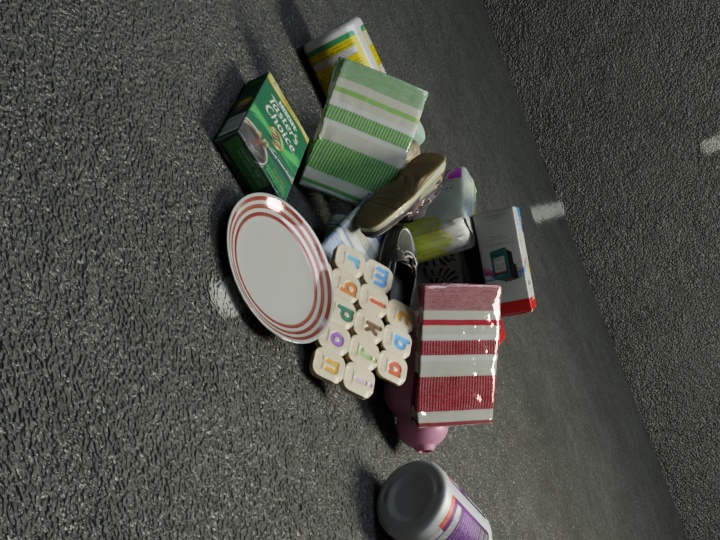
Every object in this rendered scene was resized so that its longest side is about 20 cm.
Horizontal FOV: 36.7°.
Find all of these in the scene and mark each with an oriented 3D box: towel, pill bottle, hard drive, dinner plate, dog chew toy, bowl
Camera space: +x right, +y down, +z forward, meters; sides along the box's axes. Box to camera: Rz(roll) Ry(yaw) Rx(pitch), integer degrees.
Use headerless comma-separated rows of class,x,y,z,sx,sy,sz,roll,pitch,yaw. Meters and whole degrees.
towel,0.003,-0.199,1.624,0.023,0.150,0.204,-175,-76,-76
pill bottle,-0.008,-0.315,1.846,0.203,0.111,0.113,63,21,-12
hard drive,0.181,0.014,1.821,0.201,0.032,0.142,85,-5,-66
towel,-0.005,0.000,1.569,0.200,0.024,0.148,-49,119,-41
dinner plate,-0.105,-0.001,1.379,0.199,0.024,0.203,33,46,-42
pill bottle,0.114,0.356,1.490,0.200,0.110,0.113,50,27,-39
dog chew toy,0.085,0.167,1.605,0.124,0.123,0.204,30,49,-58
bowl,0.111,-0.029,1.849,0.201,0.092,0.205,169,-90,-87
towel,0.138,0.120,1.552,0.142,0.023,0.204,2,94,-30

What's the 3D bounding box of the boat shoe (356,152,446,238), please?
boat shoe,0.068,-0.101,1.603,0.200,0.071,0.066,-47,132,-38

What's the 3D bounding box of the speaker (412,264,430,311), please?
speaker,0.099,0.068,1.784,0.201,0.080,0.082,56,24,-30

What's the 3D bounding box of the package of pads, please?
package of pads,0.086,-0.077,1.721,0.156,0.197,0.069,-83,152,-52

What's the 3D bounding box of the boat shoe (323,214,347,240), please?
boat shoe,0.000,0.000,1.642,0.200,0.071,0.063,49,53,-36

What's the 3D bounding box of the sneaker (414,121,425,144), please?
sneaker,0.062,-0.243,2.000,0.199,0.073,0.120,25,39,-48

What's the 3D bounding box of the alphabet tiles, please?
alphabet tiles,-0.012,0.067,1.467,0.194,0.015,0.203,27,55,-24

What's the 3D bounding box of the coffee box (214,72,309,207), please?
coffee box,-0.131,-0.180,1.496,0.124,0.043,0.201,59,22,-23

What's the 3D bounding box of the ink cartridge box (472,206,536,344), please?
ink cartridge box,0.229,0.006,1.689,0.116,0.066,0.204,-14,93,-77

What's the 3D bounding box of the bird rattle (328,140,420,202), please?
bird rattle,0.020,-0.176,1.736,0.199,0.160,0.115,-17,103,-60

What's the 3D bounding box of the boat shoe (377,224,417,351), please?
boat shoe,0.058,0.023,1.574,0.067,0.056,0.203,34,58,-38
